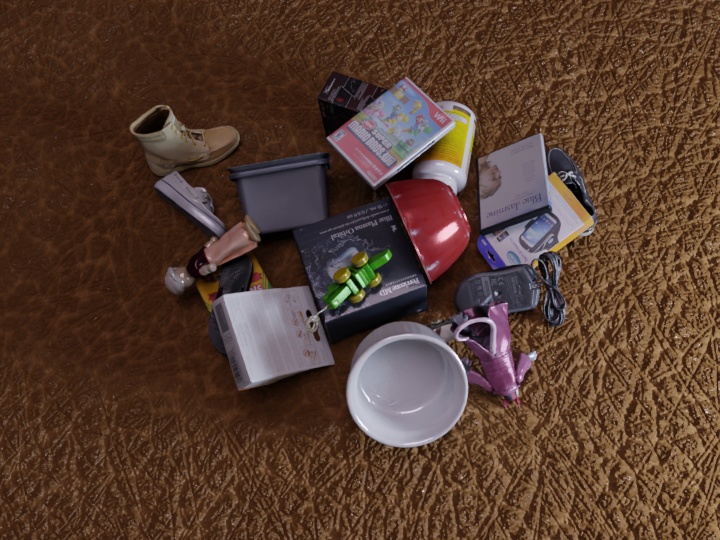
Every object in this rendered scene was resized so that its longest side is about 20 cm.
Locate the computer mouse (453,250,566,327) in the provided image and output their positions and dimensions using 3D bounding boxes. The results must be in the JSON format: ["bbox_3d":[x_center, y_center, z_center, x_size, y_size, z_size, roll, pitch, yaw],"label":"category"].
[{"bbox_3d":[0.268,0.043,1.383,0.198,0.053,0.140,-7,94,4],"label":"computer mouse"}]

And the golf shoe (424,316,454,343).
[{"bbox_3d":[0.111,0.145,1.354,0.199,0.077,0.089,-25,84,-3],"label":"golf shoe"}]

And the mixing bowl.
[{"bbox_3d":[0.132,-0.090,1.374,0.108,0.200,0.201,-25,65,3],"label":"mixing bowl"}]

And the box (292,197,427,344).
[{"bbox_3d":[0.000,0.000,1.398,0.195,0.118,0.201,-20,66,-5],"label":"box"}]

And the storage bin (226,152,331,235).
[{"bbox_3d":[-0.147,-0.143,1.480,0.198,0.146,0.135,-8,91,1],"label":"storage bin"}]

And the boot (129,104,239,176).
[{"bbox_3d":[-0.354,-0.278,1.538,0.199,0.156,0.073,-18,64,-4],"label":"boot"}]

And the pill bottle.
[{"bbox_3d":[0.163,-0.225,1.495,0.108,0.109,0.201,9,65,9],"label":"pill bottle"}]

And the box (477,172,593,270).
[{"bbox_3d":[0.320,-0.076,1.423,0.200,0.041,0.119,-38,65,12],"label":"box"}]

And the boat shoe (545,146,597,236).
[{"bbox_3d":[0.411,-0.167,1.470,0.072,0.063,0.201,-13,64,-3],"label":"boat shoe"}]

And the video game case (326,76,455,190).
[{"bbox_3d":[0.056,-0.257,1.408,0.200,0.017,0.143,-39,68,-10],"label":"video game case"}]

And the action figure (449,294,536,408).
[{"bbox_3d":[0.238,0.148,1.289,0.133,0.149,0.201,-23,97,3],"label":"action figure"}]

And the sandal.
[{"bbox_3d":[-0.238,0.056,1.373,0.075,0.048,0.202,-2,64,5],"label":"sandal"}]

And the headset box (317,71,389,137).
[{"bbox_3d":[0.025,-0.299,1.520,0.199,0.149,0.075,22,70,14],"label":"headset box"}]

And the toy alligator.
[{"bbox_3d":[-0.030,0.028,1.297,0.200,0.059,0.054,-42,27,-12],"label":"toy alligator"}]

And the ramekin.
[{"bbox_3d":[0.074,0.184,1.267,0.199,0.098,0.202,-1,106,-2],"label":"ramekin"}]

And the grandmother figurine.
[{"bbox_3d":[-0.277,-0.021,1.394,0.199,0.121,0.061,-33,106,7],"label":"grandmother figurine"}]

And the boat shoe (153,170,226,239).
[{"bbox_3d":[-0.331,-0.139,1.516,0.200,0.074,0.067,37,75,20],"label":"boat shoe"}]

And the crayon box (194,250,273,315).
[{"bbox_3d":[-0.240,0.032,1.440,0.126,0.051,0.201,-29,65,-8],"label":"crayon box"}]

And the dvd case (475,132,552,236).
[{"bbox_3d":[0.289,-0.166,1.448,0.142,0.018,0.201,-20,46,28],"label":"dvd case"}]

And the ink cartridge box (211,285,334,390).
[{"bbox_3d":[-0.153,0.113,1.344,0.050,0.199,0.163,-32,72,38],"label":"ink cartridge box"}]
